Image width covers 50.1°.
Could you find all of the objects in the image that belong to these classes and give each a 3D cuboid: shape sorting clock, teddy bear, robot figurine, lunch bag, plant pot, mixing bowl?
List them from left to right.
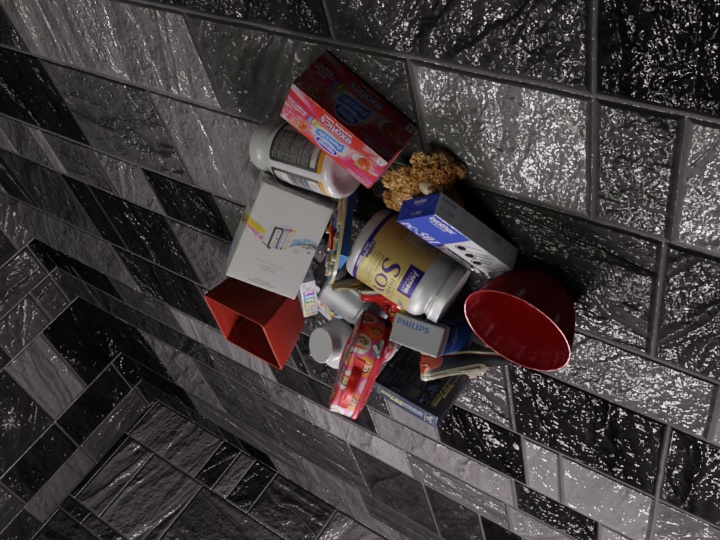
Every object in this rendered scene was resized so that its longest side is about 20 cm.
[{"bbox_3d":[-0.245,0.098,1.971,0.200,0.176,0.200,24,149,28],"label":"plant pot"},{"bbox_3d":[-0.046,-0.074,1.462,0.039,0.200,0.200,9,155,-11],"label":"shape sorting clock"},{"bbox_3d":[-0.013,0.053,1.683,0.200,0.113,0.170,37,173,5],"label":"robot figurine"},{"bbox_3d":[-0.004,0.197,1.574,0.082,0.176,0.200,21,116,0],"label":"lunch bag"},{"bbox_3d":[0.103,-0.131,1.313,0.145,0.067,0.200,45,153,-17],"label":"teddy bear"},{"bbox_3d":[0.292,0.068,1.334,0.200,0.108,0.200,29,152,17],"label":"mixing bowl"}]

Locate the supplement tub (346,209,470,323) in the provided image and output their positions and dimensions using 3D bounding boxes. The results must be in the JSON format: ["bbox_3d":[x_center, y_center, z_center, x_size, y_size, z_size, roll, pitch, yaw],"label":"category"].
[{"bbox_3d":[0.090,-0.007,1.431,0.200,0.145,0.145,33,152,13],"label":"supplement tub"}]

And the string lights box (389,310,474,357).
[{"bbox_3d":[0.146,0.116,1.506,0.103,0.059,0.200,19,-171,25],"label":"string lights box"}]

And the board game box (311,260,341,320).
[{"bbox_3d":[-0.087,0.057,1.867,0.200,0.035,0.126,44,152,-9],"label":"board game box"}]

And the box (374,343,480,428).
[{"bbox_3d":[0.147,0.213,1.631,0.158,0.200,0.051,26,147,22],"label":"box"}]

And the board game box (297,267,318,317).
[{"bbox_3d":[-0.136,-0.017,1.687,0.134,0.034,0.200,88,165,-56],"label":"board game box"}]

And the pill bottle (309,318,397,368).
[{"bbox_3d":[-0.016,0.162,1.748,0.112,0.200,0.113,2,93,45],"label":"pill bottle"}]

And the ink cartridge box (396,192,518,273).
[{"bbox_3d":[0.166,-0.059,1.298,0.200,0.044,0.094,32,158,-32],"label":"ink cartridge box"}]

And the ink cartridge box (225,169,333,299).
[{"bbox_3d":[-0.158,-0.079,1.492,0.145,0.200,0.147,21,-162,-14],"label":"ink cartridge box"}]

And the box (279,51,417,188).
[{"bbox_3d":[-0.021,-0.244,1.264,0.200,0.095,0.100,40,153,-2],"label":"box"}]

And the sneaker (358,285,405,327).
[{"bbox_3d":[0.074,0.075,1.550,0.200,0.085,0.077,15,176,-44],"label":"sneaker"}]

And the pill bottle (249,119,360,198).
[{"bbox_3d":[-0.098,-0.207,1.394,0.200,0.116,0.116,21,148,32],"label":"pill bottle"}]

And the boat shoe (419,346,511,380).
[{"bbox_3d":[0.215,0.188,1.553,0.200,0.063,0.071,0,180,-14],"label":"boat shoe"}]

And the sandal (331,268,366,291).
[{"bbox_3d":[0.000,0.000,1.549,0.080,0.200,0.054,-12,95,27],"label":"sandal"}]
